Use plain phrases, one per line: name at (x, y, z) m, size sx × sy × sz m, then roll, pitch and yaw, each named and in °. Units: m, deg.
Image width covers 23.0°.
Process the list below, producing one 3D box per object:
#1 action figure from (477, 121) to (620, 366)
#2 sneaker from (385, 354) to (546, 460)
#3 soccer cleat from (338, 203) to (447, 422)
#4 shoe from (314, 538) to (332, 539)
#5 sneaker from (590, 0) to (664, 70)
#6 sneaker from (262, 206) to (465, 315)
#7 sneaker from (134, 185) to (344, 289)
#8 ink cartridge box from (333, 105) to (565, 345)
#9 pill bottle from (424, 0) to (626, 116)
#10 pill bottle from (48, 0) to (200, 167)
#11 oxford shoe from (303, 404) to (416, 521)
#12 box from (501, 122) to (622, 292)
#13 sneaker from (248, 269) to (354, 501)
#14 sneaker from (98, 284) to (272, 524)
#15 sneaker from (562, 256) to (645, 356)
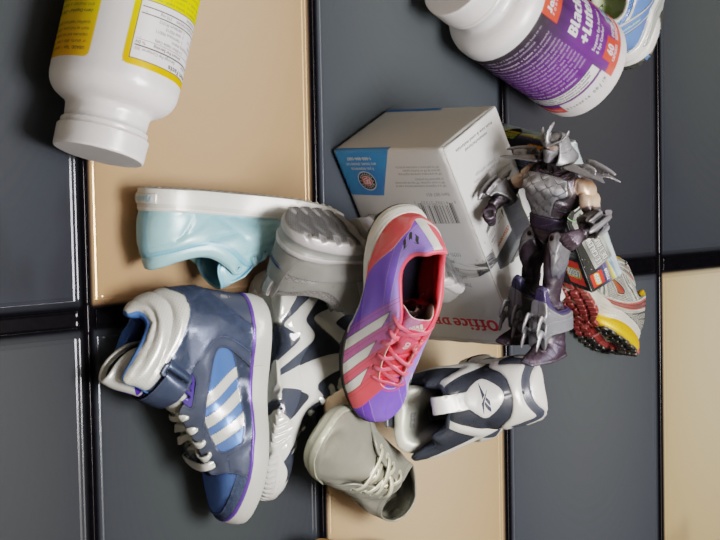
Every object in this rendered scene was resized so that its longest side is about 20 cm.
action figure at (0.157, -0.027, 1.496) m, size 0.069 × 0.130 × 0.202 m, roll -7°, pitch 110°, yaw -34°
sneaker at (0.072, 0.124, 1.590) m, size 0.129 × 0.199 × 0.080 m, roll -8°, pitch 90°, yaw -20°
soccer cleat at (0.030, 0.048, 1.454) m, size 0.068 × 0.073 × 0.201 m, roll -4°, pitch 119°, yaw -27°
shoe at (0.005, 0.286, 1.619) m, size 0.199 × 0.070 × 0.053 m, roll 21°, pitch 120°, yaw -45°
sneaker at (0.285, -0.313, 1.828) m, size 0.077 × 0.075 × 0.202 m, roll 26°, pitch 74°, yaw -45°
sneaker at (0.000, 0.000, 1.512) m, size 0.199 × 0.075 × 0.082 m, roll 14°, pitch 121°, yaw -34°
sneaker at (-0.104, -0.025, 1.491) m, size 0.199 × 0.074 × 0.083 m, roll 4°, pitch 94°, yaw -33°
ink cartridge box at (0.082, -0.041, 1.606) m, size 0.084 × 0.145 × 0.201 m, roll -39°, pitch 117°, yaw -35°
pill bottle at (0.155, -0.236, 1.687) m, size 0.199 × 0.111 × 0.112 m, roll 27°, pitch 74°, yaw -40°
pill bottle at (-0.184, -0.187, 1.382) m, size 0.104 × 0.104 × 0.202 m, roll 19°, pitch 79°, yaw -41°
oxford shoe at (0.005, 0.172, 1.554) m, size 0.075 × 0.058 × 0.200 m, roll -54°, pitch 151°, yaw -9°
box at (0.153, -0.065, 1.634) m, size 0.040 × 0.200 × 0.138 m, roll -31°, pitch 113°, yaw -18°
sneaker at (-0.039, 0.103, 1.545) m, size 0.129 × 0.079 × 0.201 m, roll 10°, pitch 75°, yaw -34°
sneaker at (-0.152, 0.112, 1.453) m, size 0.146 × 0.080 × 0.202 m, roll 1°, pitch 98°, yaw -31°
sneaker at (0.229, 0.012, 1.801) m, size 0.200 × 0.077 × 0.083 m, roll 41°, pitch 61°, yaw -46°
